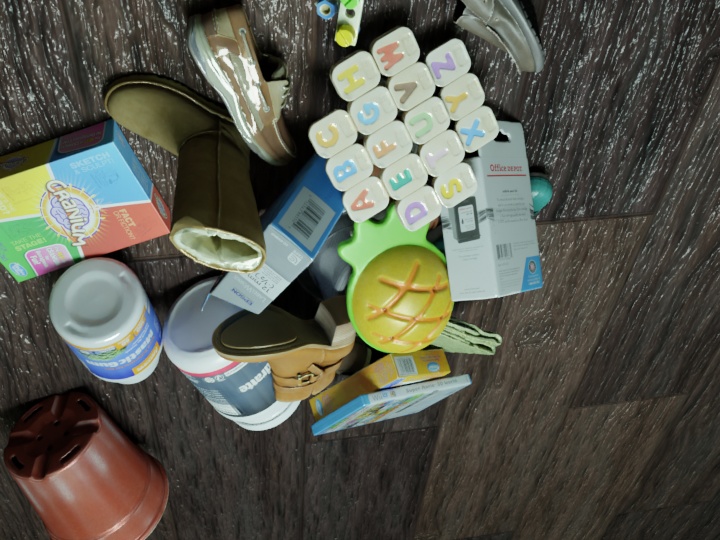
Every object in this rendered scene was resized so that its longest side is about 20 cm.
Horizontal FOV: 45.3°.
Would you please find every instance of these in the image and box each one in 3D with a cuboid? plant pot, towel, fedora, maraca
[{"bbox_3d":[-0.414,0.298,1.282,0.198,0.202,0.197,-16,131,3],"label":"plant pot"},{"bbox_3d":[0.086,0.083,1.215,0.147,0.037,0.199,23,164,-36],"label":"towel"},{"bbox_3d":[0.000,0.000,1.124,0.174,0.091,0.202,-8,139,-7],"label":"fedora"},{"bbox_3d":[0.044,0.013,1.016,0.136,0.107,0.202,-23,123,-9],"label":"maraca"}]

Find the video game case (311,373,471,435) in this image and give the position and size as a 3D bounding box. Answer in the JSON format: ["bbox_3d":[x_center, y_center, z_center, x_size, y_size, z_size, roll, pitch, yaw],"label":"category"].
[{"bbox_3d":[0.045,0.192,1.238,0.198,0.018,0.143,-6,159,-37],"label":"video game case"}]

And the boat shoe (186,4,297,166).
[{"bbox_3d":[-0.106,-0.188,0.897,0.071,0.076,0.201,-23,140,8],"label":"boat shoe"}]

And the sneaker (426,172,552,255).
[{"bbox_3d":[0.170,-0.046,1.127,0.199,0.081,0.071,-34,136,22],"label":"sneaker"}]

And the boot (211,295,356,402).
[{"bbox_3d":[-0.097,0.113,1.081,0.197,0.074,0.156,-8,142,-25],"label":"boot"}]

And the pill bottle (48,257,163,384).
[{"bbox_3d":[-0.310,0.075,1.086,0.110,0.114,0.201,-9,156,-5],"label":"pill bottle"}]

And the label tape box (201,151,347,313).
[{"bbox_3d":[-0.094,-0.031,0.987,0.066,0.144,0.200,36,138,-9],"label":"label tape box"}]

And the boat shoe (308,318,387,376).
[{"bbox_3d":[-0.017,0.115,1.231,0.074,0.076,0.202,12,175,32],"label":"boat shoe"}]

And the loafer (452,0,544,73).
[{"bbox_3d":[0.127,-0.274,0.877,0.070,0.074,0.200,-21,135,25],"label":"loafer"}]

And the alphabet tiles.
[{"bbox_3d":[0.050,-0.148,0.920,0.194,0.015,0.202,-31,113,-6],"label":"alphabet tiles"}]

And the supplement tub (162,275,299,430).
[{"bbox_3d":[-0.166,0.116,1.170,0.139,0.142,0.201,-20,139,7],"label":"supplement tub"}]

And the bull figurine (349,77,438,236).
[{"bbox_3d":[0.026,-0.119,0.999,0.120,0.065,0.202,-7,124,21],"label":"bull figurine"}]

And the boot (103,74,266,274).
[{"bbox_3d":[-0.178,-0.102,0.870,0.173,0.202,0.066,13,132,-22],"label":"boot"}]

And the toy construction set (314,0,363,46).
[{"bbox_3d":[-0.003,-0.314,0.767,0.130,0.092,0.200,35,115,-13],"label":"toy construction set"}]

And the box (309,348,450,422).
[{"bbox_3d":[0.019,0.170,1.237,0.118,0.042,0.199,1,151,-47],"label":"box"}]

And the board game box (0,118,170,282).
[{"bbox_3d":[-0.338,-0.075,0.982,0.197,0.041,0.154,-18,139,4],"label":"board game box"}]

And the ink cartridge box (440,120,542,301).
[{"bbox_3d":[0.152,-0.072,1.028,0.066,0.203,0.115,-7,180,40],"label":"ink cartridge box"}]
